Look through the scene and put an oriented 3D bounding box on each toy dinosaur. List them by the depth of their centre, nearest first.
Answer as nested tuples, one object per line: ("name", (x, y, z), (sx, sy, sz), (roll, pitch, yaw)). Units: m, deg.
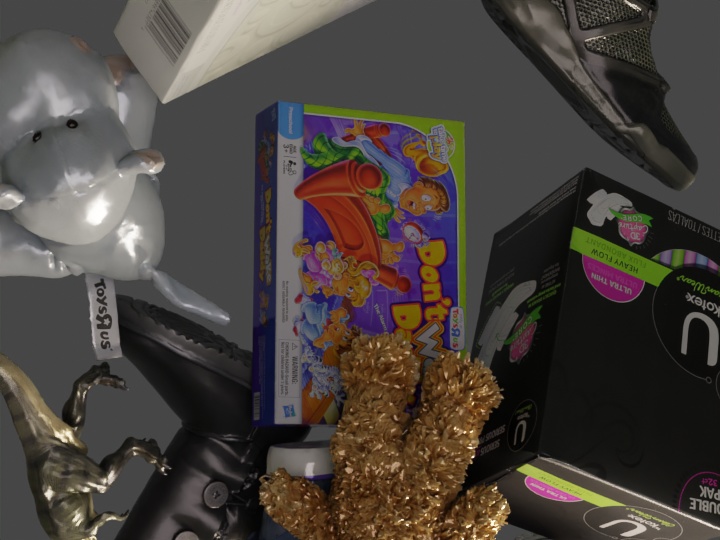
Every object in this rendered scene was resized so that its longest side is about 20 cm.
("toy dinosaur", (-0.172, 0.107, 0.934), (0.088, 0.047, 0.202), (-29, 113, -24))

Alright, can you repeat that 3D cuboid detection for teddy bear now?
("teddy bear", (0.016, 0.136, 0.912), (0.144, 0.067, 0.201), (31, 83, 1))

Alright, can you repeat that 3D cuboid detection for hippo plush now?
("hippo plush", (-0.184, -0.049, 0.888), (0.158, 0.161, 0.202), (-17, 83, 0))

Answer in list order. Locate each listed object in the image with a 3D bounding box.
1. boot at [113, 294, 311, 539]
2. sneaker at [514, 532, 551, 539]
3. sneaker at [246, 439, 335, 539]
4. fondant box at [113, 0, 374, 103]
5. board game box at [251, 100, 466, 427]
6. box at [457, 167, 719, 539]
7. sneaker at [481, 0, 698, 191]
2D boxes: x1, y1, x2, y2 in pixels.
("boot", (-0.133, 0.138, 1.006), (0.164, 0.066, 0.201), (28, 94, -15))
("sneaker", (0.122, 0.222, 1.027), (0.199, 0.087, 0.075), (9, 89, -58))
("sneaker", (0.019, 0.185, 1.012), (0.199, 0.080, 0.148), (3, 85, -38))
("fondant box", (-0.034, -0.190, 0.903), (0.199, 0.144, 0.058), (-33, 83, -33))
("board game box", (0.000, 0.000, 0.993), (0.133, 0.045, 0.202), (3, 81, -23))
("box", (0.159, 0.067, 1.000), (0.147, 0.124, 0.202), (22, 63, -17))
("sneaker", (0.183, -0.151, 1.040), (0.114, 0.076, 0.200), (-42, 101, 1))
